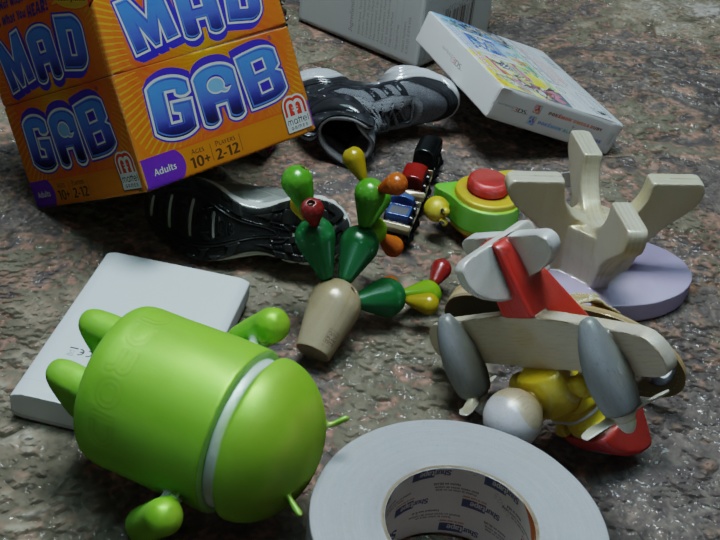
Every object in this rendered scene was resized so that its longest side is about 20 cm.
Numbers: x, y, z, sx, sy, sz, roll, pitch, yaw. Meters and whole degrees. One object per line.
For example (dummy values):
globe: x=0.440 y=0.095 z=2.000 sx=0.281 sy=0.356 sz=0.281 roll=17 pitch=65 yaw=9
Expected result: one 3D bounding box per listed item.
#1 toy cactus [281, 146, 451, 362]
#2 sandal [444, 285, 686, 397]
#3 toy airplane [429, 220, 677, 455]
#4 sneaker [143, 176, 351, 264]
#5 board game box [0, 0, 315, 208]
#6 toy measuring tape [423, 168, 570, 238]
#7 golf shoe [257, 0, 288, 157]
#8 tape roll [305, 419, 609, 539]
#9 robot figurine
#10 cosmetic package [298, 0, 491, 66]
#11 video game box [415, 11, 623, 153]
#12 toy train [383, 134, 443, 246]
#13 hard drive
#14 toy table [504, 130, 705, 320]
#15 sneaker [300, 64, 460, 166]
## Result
toy cactus: x=0.000 y=0.000 z=1.018 sx=0.102 sy=0.200 sz=0.166 roll=5 pitch=61 yaw=40
sandal: x=0.182 y=0.040 z=1.033 sx=0.210 sy=0.078 sz=0.070 roll=15 pitch=40 yaw=19
toy airplane: x=0.131 y=0.063 z=0.894 sx=0.198 sy=0.200 sz=0.141 roll=30 pitch=69 yaw=18
sneaker: x=-0.104 y=-0.045 z=1.118 sx=0.198 sy=0.075 sz=0.079 roll=9 pitch=9 yaw=6
board game box: x=-0.199 y=-0.188 z=1.113 sx=0.199 sy=0.201 sz=0.199 roll=-26 pitch=15 yaw=-40
toy measuring tape: x=0.156 y=-0.066 z=1.191 sx=0.198 sy=0.074 sz=0.074 roll=-8 pitch=37 yaw=-22
golf shoe: x=-0.125 y=-0.208 z=1.222 sx=0.091 sy=0.201 sz=0.073 roll=17 pitch=40 yaw=11
tape roll: x=0.061 y=0.190 z=0.799 sx=0.198 sy=0.067 sz=0.201 roll=5 pitch=35 yaw=-3
robot figurine: x=-0.111 y=0.097 z=0.817 sx=0.199 sy=0.116 sz=0.176 roll=19 pitch=61 yaw=17
cosmetic package: x=0.050 y=-0.387 z=1.550 sx=0.199 sy=0.167 sz=0.167 roll=27 pitch=39 yaw=28
video game box: x=0.180 y=-0.218 z=1.391 sx=0.181 sy=0.047 sz=0.200 roll=15 pitch=27 yaw=-32
toy train: x=0.055 y=-0.086 z=1.217 sx=0.034 sy=0.046 sz=0.200 roll=13 pitch=35 yaw=8
hard drive: x=-0.179 y=0.059 z=0.974 sx=0.131 sy=0.027 sz=0.200 roll=12 pitch=35 yaw=6
toy table: x=0.220 y=-0.037 z=1.119 sx=0.198 sy=0.118 sz=0.184 roll=-6 pitch=36 yaw=-18
sneaker: x=0.020 y=-0.163 z=1.305 sx=0.198 sy=0.076 sz=0.114 roll=-1 pitch=41 yaw=-13
